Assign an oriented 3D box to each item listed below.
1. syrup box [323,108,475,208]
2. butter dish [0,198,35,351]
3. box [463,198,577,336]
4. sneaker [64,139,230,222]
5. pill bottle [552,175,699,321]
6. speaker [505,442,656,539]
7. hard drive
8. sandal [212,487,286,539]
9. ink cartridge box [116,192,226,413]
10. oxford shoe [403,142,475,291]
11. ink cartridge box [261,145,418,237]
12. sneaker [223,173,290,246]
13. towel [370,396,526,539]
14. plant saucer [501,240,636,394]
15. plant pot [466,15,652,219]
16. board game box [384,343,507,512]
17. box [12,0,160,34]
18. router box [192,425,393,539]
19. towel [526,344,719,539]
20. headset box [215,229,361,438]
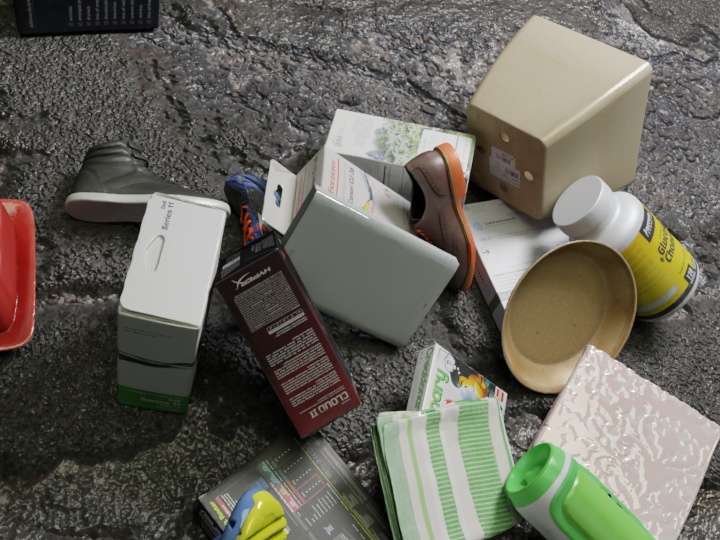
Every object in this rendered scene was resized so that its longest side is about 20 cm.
[{"bbox_3d":[0.050,-0.145,1.153,0.196,0.082,0.080,11,54,6],"label":"syrup box"},{"bbox_3d":[-0.451,-0.023,0.905,0.197,0.148,0.202,-2,60,-18],"label":"butter dish"},{"bbox_3d":[0.228,-0.008,1.165,0.154,0.041,0.202,-11,63,-22],"label":"box"},{"bbox_3d":[-0.258,-0.111,1.064,0.196,0.071,0.101,4,62,-9],"label":"sneaker"},{"bbox_3d":[0.346,-0.031,1.130,0.199,0.111,0.113,39,51,-23],"label":"pill bottle"},{"bbox_3d":[0.252,0.283,0.938,0.200,0.088,0.089,44,55,-5],"label":"speaker"},{"bbox_3d":[0.000,0.000,1.009,0.198,0.133,0.026,25,22,-21],"label":"hard drive"},{"bbox_3d":[-0.136,0.286,0.802,0.087,0.202,0.079,33,15,32],"label":"sandal"},{"bbox_3d":[-0.202,0.040,0.907,0.082,0.201,0.149,12,56,-8],"label":"ink cartridge box"},{"bbox_3d":[0.097,-0.058,1.087,0.072,0.203,0.071,-20,26,-13],"label":"oxford shoe"},{"bbox_3d":[-0.021,-0.069,1.059,0.198,0.067,0.118,30,41,-27],"label":"ink cartridge box"},{"bbox_3d":[-0.118,-0.038,1.062,0.078,0.076,0.201,-26,67,-25],"label":"sneaker"},{"bbox_3d":[0.099,0.217,0.918,0.198,0.023,0.155,-2,74,-44],"label":"towel"},{"bbox_3d":[0.254,0.055,1.073,0.197,0.204,0.035,-6,20,-20],"label":"plant saucer"},{"bbox_3d":[0.251,-0.192,1.171,0.176,0.202,0.199,-37,52,-25],"label":"plant pot"},{"bbox_3d":[0.101,0.201,0.970,0.126,0.034,0.202,35,51,-25],"label":"board game box"},{"bbox_3d":[-0.376,-0.438,1.158,0.194,0.201,0.125,-10,60,-23],"label":"box"},{"bbox_3d":[-0.055,0.277,0.886,0.149,0.062,0.200,-32,72,-32],"label":"router box"},{"bbox_3d":[0.312,0.218,1.030,0.198,0.032,0.192,33,69,5],"label":"towel"},{"bbox_3d":[-0.073,0.070,0.909,0.076,0.149,0.202,-29,101,-2],"label":"headset box"}]
